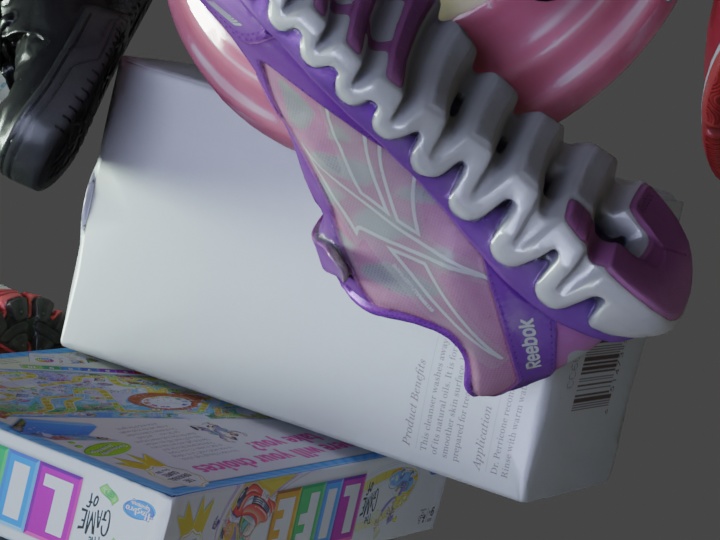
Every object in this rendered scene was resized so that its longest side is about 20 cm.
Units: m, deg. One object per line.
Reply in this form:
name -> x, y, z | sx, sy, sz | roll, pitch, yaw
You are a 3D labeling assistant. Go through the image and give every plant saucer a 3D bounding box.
plant saucer -> 0.019, -0.135, 0.948 | 0.199, 0.051, 0.202 | -8, 65, 18

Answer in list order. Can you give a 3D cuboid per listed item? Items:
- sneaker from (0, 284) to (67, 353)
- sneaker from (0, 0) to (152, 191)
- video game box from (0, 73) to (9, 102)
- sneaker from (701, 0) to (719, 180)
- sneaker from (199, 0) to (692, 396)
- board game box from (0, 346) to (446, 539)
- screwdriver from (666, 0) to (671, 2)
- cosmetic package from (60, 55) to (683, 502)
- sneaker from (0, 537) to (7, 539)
sneaker -> -0.166, 0.099, 1.091 | 0.082, 0.078, 0.201 | 19, 98, 42
sneaker -> -0.125, -0.121, 1.015 | 0.104, 0.200, 0.060 | 24, 141, -2
video game box -> -0.222, -0.128, 1.121 | 0.182, 0.047, 0.200 | -41, 73, 19
sneaker -> 0.148, -0.125, 0.899 | 0.078, 0.201, 0.116 | 2, 49, -6
sneaker -> 0.009, -0.034, 0.875 | 0.200, 0.081, 0.088 | 44, 123, -7
board game box -> -0.071, 0.064, 0.959 | 0.134, 0.200, 0.034 | 18, 100, 26
screwdriver -> 0.101, -0.153, 0.899 | 0.028, 0.029, 0.201 | -6, 52, 12
cosmetic package -> 0.000, 0.000, 0.989 | 0.199, 0.081, 0.114 | 19, 100, 27
sneaker -> -0.111, 0.109, 1.014 | 0.199, 0.078, 0.080 | 17, 92, -8
